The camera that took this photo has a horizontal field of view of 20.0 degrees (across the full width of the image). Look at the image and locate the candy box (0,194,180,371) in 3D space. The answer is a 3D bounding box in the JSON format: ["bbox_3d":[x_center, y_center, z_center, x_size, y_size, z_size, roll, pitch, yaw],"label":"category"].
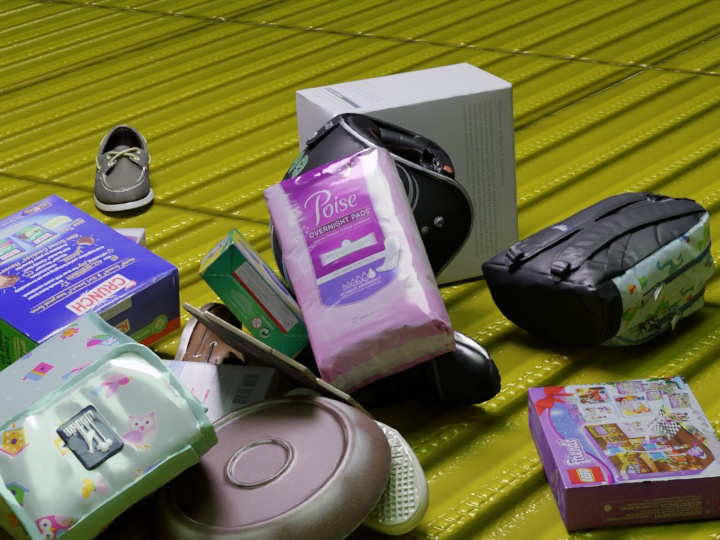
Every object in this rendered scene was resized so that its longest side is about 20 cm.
[{"bbox_3d":[-0.295,0.023,1.947,0.168,0.078,0.199,-29,41,-34],"label":"candy box"}]

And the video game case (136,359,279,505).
[{"bbox_3d":[-0.180,0.132,1.701,0.198,0.018,0.144,4,48,19],"label":"video game case"}]

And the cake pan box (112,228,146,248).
[{"bbox_3d":[-0.331,0.008,2.120,0.198,0.053,0.184,-1,18,6],"label":"cake pan box"}]

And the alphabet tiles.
[{"bbox_3d":[-0.062,0.082,1.704,0.166,0.006,0.200,28,-8,19],"label":"alphabet tiles"}]

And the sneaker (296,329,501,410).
[{"bbox_3d":[0.029,0.099,1.796,0.199,0.076,0.088,8,37,39],"label":"sneaker"}]

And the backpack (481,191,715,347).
[{"bbox_3d":[0.245,-0.002,1.935,0.200,0.155,0.162,-42,32,-28],"label":"backpack"}]

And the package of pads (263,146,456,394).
[{"bbox_3d":[0.000,0.000,1.771,0.120,0.076,0.201,-21,60,5],"label":"package of pads"}]

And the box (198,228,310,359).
[{"bbox_3d":[-0.095,0.022,1.893,0.048,0.117,0.200,-41,7,-1],"label":"box"}]

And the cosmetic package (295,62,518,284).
[{"bbox_3d":[0.050,-0.093,2.106,0.198,0.201,0.123,-10,20,-19],"label":"cosmetic package"}]

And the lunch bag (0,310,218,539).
[{"bbox_3d":[-0.217,0.135,1.585,0.170,0.123,0.200,-34,29,-17],"label":"lunch bag"}]

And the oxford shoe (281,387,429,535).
[{"bbox_3d":[-0.003,0.156,1.632,0.075,0.058,0.200,-43,38,-12],"label":"oxford shoe"}]

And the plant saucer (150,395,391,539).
[{"bbox_3d":[-0.074,0.159,1.579,0.198,0.032,0.201,-14,33,9],"label":"plant saucer"}]

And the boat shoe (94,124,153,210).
[{"bbox_3d":[-0.287,-0.122,2.461,0.071,0.061,0.202,-5,20,-4],"label":"boat shoe"}]

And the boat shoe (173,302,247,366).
[{"bbox_3d":[-0.132,0.096,1.816,0.067,0.072,0.200,1,32,16],"label":"boat shoe"}]

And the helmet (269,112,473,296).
[{"bbox_3d":[0.010,-0.032,1.938,0.199,0.192,0.200,24,15,-7],"label":"helmet"}]

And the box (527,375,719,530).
[{"bbox_3d":[0.216,0.144,1.651,0.135,0.039,0.200,-4,20,-2],"label":"box"}]
